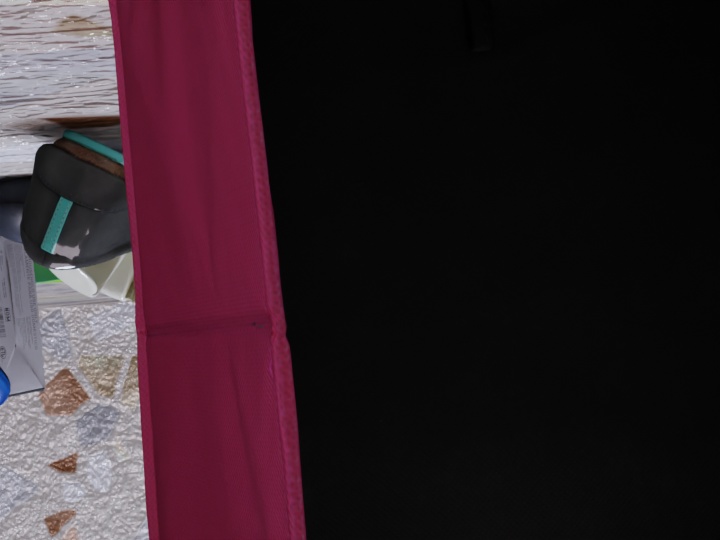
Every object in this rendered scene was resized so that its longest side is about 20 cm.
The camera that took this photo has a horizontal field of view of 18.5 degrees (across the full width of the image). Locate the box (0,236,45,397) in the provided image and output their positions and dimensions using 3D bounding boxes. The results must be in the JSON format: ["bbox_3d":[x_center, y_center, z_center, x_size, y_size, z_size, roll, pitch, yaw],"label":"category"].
[{"bbox_3d":[-0.285,0.022,1.262,0.199,0.117,0.060,-7,180,21],"label":"box"}]

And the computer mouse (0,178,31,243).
[{"bbox_3d":[-0.155,-0.029,1.238,0.058,0.034,0.200,-6,178,19],"label":"computer mouse"}]

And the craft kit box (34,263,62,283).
[{"bbox_3d":[-0.081,-0.022,1.453,0.197,0.049,0.200,1,174,-41],"label":"craft kit box"}]

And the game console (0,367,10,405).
[{"bbox_3d":[-0.312,0.023,1.158,0.170,0.118,0.200,25,157,37],"label":"game console"}]

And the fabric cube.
[{"bbox_3d":[0.054,0.006,0.501,0.195,0.201,0.199,-5,179,-15],"label":"fabric cube"}]

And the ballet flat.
[{"bbox_3d":[-0.115,-0.022,1.026,0.068,0.069,0.200,25,-178,13],"label":"ballet flat"}]
